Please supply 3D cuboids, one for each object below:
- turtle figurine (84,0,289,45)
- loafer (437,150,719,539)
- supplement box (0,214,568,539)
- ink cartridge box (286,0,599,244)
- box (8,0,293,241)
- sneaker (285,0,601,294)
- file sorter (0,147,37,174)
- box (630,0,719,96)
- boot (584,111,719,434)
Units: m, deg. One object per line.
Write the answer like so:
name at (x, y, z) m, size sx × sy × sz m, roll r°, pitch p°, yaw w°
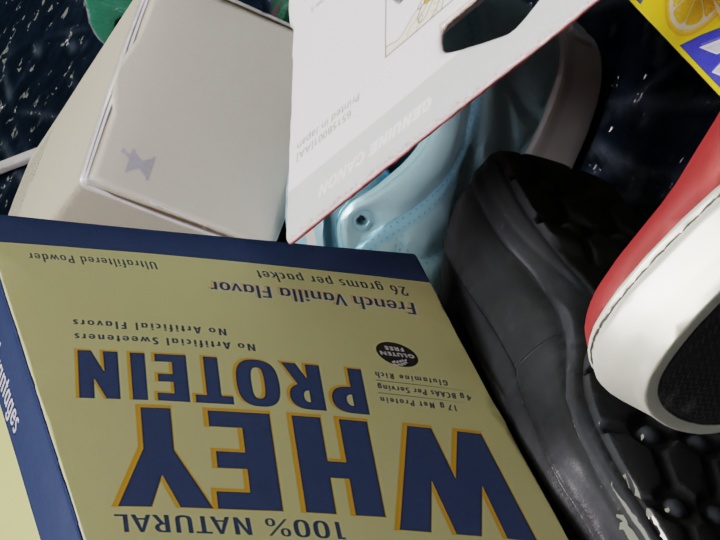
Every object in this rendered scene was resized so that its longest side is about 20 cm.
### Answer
turtle figurine at (-0.034, -0.143, 1.088) m, size 0.149 × 0.101 × 0.200 m, roll -1°, pitch 38°, yaw 10°
loafer at (0.065, 0.042, 0.832) m, size 0.071 × 0.068 × 0.201 m, roll -65°, pitch 26°, yaw 25°
supplement box at (-0.044, 0.124, 0.813) m, size 0.200 × 0.134 × 0.201 m, roll -118°, pitch 38°, yaw -53°
ink cartridge box at (0.055, -0.115, 0.839) m, size 0.200 × 0.043 × 0.174 m, roll -37°, pitch 40°, yaw 38°
box at (-0.075, -0.025, 1.031) m, size 0.200 × 0.068 × 0.083 m, roll 141°, pitch 148°, yaw -68°
sneaker at (0.000, 0.000, 0.942) m, size 0.074 × 0.082 × 0.201 m, roll 12°, pitch 79°, yaw 60°
file sorter at (-0.228, -0.031, 1.207) m, size 0.139 × 0.199 × 0.125 m, roll -15°, pitch 54°, yaw 53°
box at (0.133, -0.059, 0.787) m, size 0.064 × 0.070 × 0.200 m, roll -55°, pitch 32°, yaw 14°
boot at (0.102, -0.071, 0.685) m, size 0.200 × 0.072 × 0.144 m, roll -46°, pitch 55°, yaw 5°
